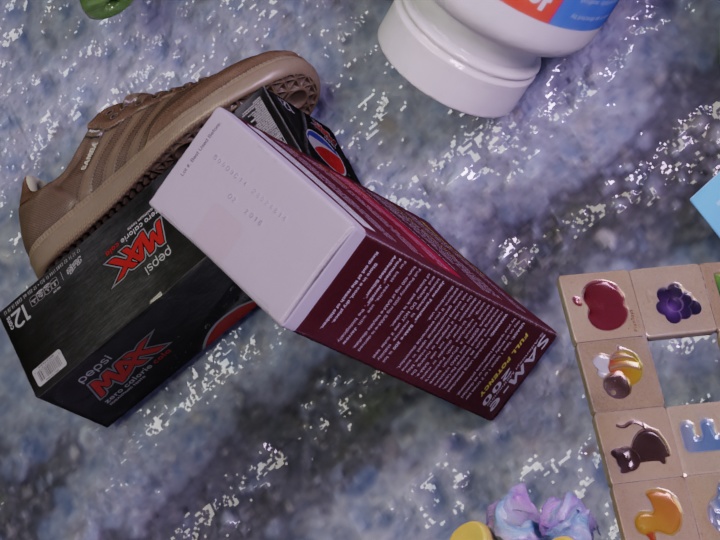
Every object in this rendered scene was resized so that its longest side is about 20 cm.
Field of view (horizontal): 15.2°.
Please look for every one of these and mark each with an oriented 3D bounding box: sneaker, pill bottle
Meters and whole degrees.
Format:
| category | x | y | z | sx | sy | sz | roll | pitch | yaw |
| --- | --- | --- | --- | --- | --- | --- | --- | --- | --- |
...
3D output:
| category | x | y | z | sx | sy | sz | roll | pitch | yaw |
| --- | --- | --- | --- | --- | --- | --- | --- | --- | --- |
| sneaker | -0.114 | -0.073 | 1.487 | 0.200 | 0.070 | 0.076 | -36 | 57 | 17 |
| pill bottle | 0.091 | -0.177 | 1.345 | 0.112 | 0.112 | 0.200 | 52 | 125 | 33 |

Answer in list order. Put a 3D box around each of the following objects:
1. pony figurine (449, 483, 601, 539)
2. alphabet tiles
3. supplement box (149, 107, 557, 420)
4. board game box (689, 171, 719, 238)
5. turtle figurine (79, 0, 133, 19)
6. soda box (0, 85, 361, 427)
| category | x | y | z | sx | sy | sz | roll | pitch | yaw |
| --- | --- | --- | --- | --- | --- | --- | --- | --- | --- |
| pony figurine | 0.128 | 0.171 | 1.199 | 0.166 | 0.200 | 0.193 | -36 | 42 | 25 |
| alphabet tiles | 0.184 | 0.085 | 1.162 | 0.167 | 0.008 | 0.201 | -4 | 64 | -16 |
| supplement box | 0.000 | 0.000 | 1.308 | 0.109 | 0.200 | 0.061 | 42 | 99 | 35 |
| board game box | 0.266 | -0.009 | 1.240 | 0.153 | 0.040 | 0.200 | -44 | 56 | 13 |
| turtle figurine | -0.152 | -0.256 | 1.518 | 0.200 | 0.144 | 0.194 | -47 | 64 | 34 |
| soda box | -0.094 | -0.005 | 1.449 | 0.200 | 0.071 | 0.063 | -39 | 56 | 15 |
